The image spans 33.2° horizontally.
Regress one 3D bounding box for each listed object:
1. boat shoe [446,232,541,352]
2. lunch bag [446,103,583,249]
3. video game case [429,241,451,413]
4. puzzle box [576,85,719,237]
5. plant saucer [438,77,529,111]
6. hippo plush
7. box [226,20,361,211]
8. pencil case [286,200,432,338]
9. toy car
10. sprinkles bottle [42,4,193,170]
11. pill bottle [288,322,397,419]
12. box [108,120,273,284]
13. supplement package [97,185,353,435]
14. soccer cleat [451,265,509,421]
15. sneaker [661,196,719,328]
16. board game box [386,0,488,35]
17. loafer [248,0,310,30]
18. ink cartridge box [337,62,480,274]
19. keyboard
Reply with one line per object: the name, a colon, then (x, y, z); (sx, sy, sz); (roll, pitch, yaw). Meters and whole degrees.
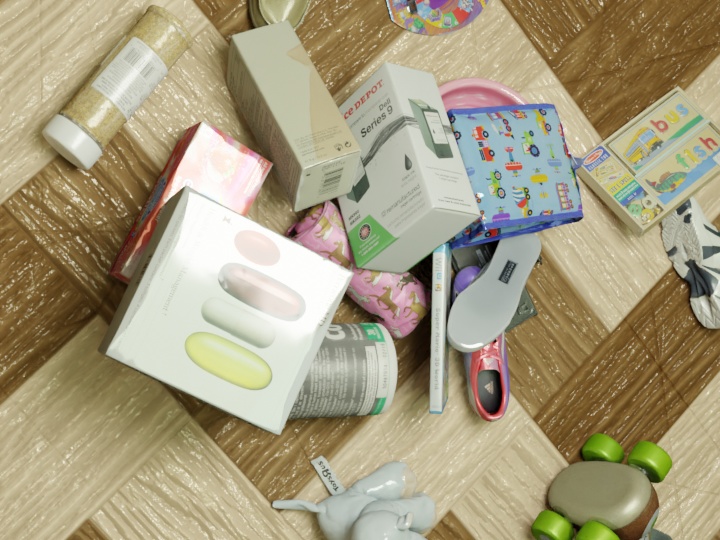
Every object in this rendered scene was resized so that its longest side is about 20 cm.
boat shoe: (0.166, 0.035, 1.499); (0.073, 0.066, 0.200); (33, 57, 12)
lunch bag: (0.194, -0.125, 1.491); (0.198, 0.094, 0.152); (-11, 80, -26)
video game case: (0.100, 0.067, 1.495); (0.018, 0.143, 0.202); (1, 92, 8)
puzzle box: (0.406, -0.151, 1.642); (0.199, 0.025, 0.133); (-37, 72, -17)
plant saucer: (0.146, -0.144, 1.546); (0.198, 0.051, 0.203); (3, 80, -15)
hippo plush: (0.032, 0.308, 1.458); (0.159, 0.161, 0.200); (-45, 105, -15)
box: (-0.081, -0.182, 1.405); (0.077, 0.095, 0.201); (-20, 68, -20)
pencil case: (0.000, 0.000, 1.483); (0.200, 0.087, 0.083); (40, 110, -17)
toy car: (0.351, 0.347, 1.598); (0.165, 0.157, 0.201); (-49, 117, -25)
sprinkles bottle: (-0.277, -0.211, 1.387); (0.068, 0.068, 0.201); (41, 76, -16)
pill bottle: (-0.065, 0.120, 1.446); (0.198, 0.113, 0.114); (0, 90, -21)
box: (-0.197, -0.060, 1.404); (0.102, 0.095, 0.201); (31, 80, -18)
supplement package: (-0.147, 0.044, 1.288); (0.199, 0.147, 0.193); (26, 82, -13)
soccer cleat: (0.159, 0.094, 1.546); (0.067, 0.073, 0.202); (-7, 95, -2)
sneaker: (0.506, -0.033, 1.688); (0.129, 0.079, 0.201); (-27, 95, -25)
board game box: (0.097, -0.406, 1.546); (0.157, 0.039, 0.202); (-18, 97, -20)
loafer: (-0.082, -0.377, 1.463); (0.075, 0.067, 0.202); (15, 85, -20)
ink cartridge box: (0.040, -0.120, 1.424); (0.083, 0.146, 0.202); (6, 57, -41)
keyboard: (0.179, -0.024, 1.591); (0.126, 0.021, 0.201); (-29, 101, -13)
